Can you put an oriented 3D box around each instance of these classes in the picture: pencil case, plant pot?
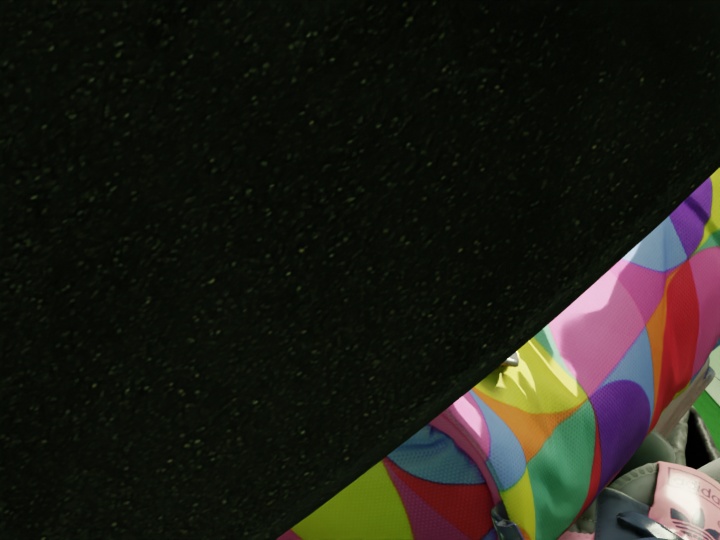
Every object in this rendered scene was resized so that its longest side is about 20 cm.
[{"bbox_3d":[0.045,0.015,0.717,0.088,0.089,0.200,37,39,8],"label":"pencil case"},{"bbox_3d":[-0.080,-0.048,0.441,0.199,0.178,0.200,41,8,37],"label":"plant pot"}]

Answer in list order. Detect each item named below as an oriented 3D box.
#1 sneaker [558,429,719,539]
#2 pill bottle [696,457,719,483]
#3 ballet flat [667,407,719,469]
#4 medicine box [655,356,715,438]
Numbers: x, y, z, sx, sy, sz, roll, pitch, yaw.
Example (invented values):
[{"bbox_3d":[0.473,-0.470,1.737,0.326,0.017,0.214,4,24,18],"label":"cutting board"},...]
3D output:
[{"bbox_3d":[0.064,0.088,0.701,0.070,0.082,0.200,37,5,-17],"label":"sneaker"},{"bbox_3d":[0.159,0.124,0.846,0.112,0.113,0.200,40,6,32],"label":"pill bottle"},{"bbox_3d":[0.151,0.109,1.129,0.066,0.057,0.200,32,6,-31],"label":"ballet flat"},{"bbox_3d":[0.000,0.000,0.933,0.200,0.103,0.182,37,5,-5],"label":"medicine box"}]
